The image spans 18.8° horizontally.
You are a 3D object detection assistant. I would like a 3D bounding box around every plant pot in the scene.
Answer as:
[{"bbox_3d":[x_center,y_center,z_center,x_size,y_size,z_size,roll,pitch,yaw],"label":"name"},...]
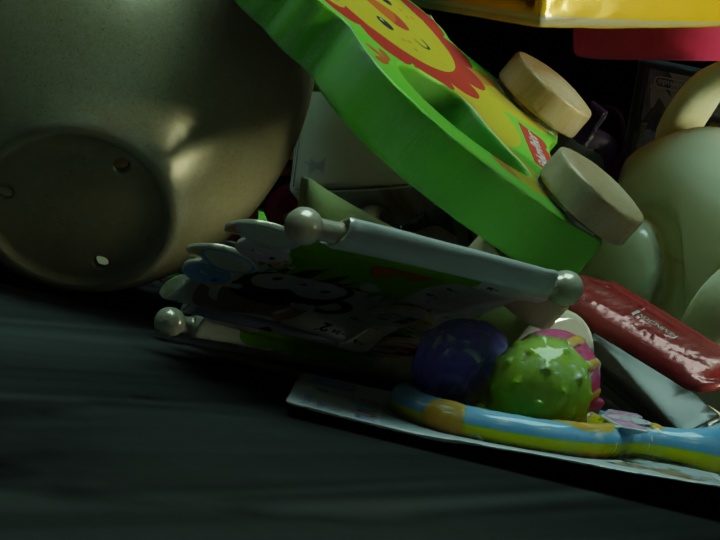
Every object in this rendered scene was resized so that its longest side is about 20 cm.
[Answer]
[{"bbox_3d":[-0.122,-0.067,1.008,0.200,0.201,0.135,13,37,-9],"label":"plant pot"}]

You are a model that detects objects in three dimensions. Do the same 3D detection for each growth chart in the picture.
[{"bbox_3d":[-0.007,0.011,0.861,0.144,0.018,0.200,10,-15,-21],"label":"growth chart"}]

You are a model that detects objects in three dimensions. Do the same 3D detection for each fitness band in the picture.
[{"bbox_3d":[0.209,-0.122,1.176,0.199,0.038,0.143,-3,14,-34],"label":"fitness band"}]

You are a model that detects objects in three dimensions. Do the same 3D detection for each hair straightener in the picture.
[{"bbox_3d":[0.085,0.032,0.997,0.200,0.077,0.041,30,40,33],"label":"hair straightener"}]

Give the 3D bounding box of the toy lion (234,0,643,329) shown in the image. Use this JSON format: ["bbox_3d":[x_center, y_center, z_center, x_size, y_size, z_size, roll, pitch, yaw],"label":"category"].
[{"bbox_3d":[0.018,-0.084,0.938,0.191,0.069,0.200,35,17,-19],"label":"toy lion"}]

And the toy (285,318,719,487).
[{"bbox_3d":[0.076,0.047,0.827,0.199,0.047,0.115,14,2,1],"label":"toy"}]

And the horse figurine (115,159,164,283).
[{"bbox_3d":[-0.155,-0.079,1.116,0.200,0.132,0.050,38,23,-28],"label":"horse figurine"}]

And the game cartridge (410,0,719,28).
[{"bbox_3d":[0.104,-0.147,1.098,0.200,0.033,0.176,-7,16,-39],"label":"game cartridge"}]

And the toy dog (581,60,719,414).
[{"bbox_3d":[0.213,-0.001,1.036,0.139,0.195,0.200,22,-11,-34],"label":"toy dog"}]

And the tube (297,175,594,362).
[{"bbox_3d":[0.023,0.017,1.002,0.200,0.058,0.052,25,-19,51],"label":"tube"}]

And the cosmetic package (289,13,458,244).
[{"bbox_3d":[0.031,-0.050,1.201,0.071,0.106,0.200,-1,-21,19],"label":"cosmetic package"}]

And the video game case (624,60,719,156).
[{"bbox_3d":[0.225,-0.007,1.166,0.200,0.181,0.025,16,12,32],"label":"video game case"}]

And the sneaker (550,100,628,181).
[{"bbox_3d":[0.118,-0.044,1.157,0.074,0.088,0.200,41,7,7],"label":"sneaker"}]

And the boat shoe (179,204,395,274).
[{"bbox_3d":[0.000,0.000,1.112,0.199,0.070,0.071,15,3,18],"label":"boat shoe"}]

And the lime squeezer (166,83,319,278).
[{"bbox_3d":[-0.072,-0.073,1.138,0.038,0.071,0.200,5,-30,-34],"label":"lime squeezer"}]

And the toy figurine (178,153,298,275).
[{"bbox_3d":[-0.052,-0.098,1.261,0.200,0.184,0.150,24,24,-20],"label":"toy figurine"}]
